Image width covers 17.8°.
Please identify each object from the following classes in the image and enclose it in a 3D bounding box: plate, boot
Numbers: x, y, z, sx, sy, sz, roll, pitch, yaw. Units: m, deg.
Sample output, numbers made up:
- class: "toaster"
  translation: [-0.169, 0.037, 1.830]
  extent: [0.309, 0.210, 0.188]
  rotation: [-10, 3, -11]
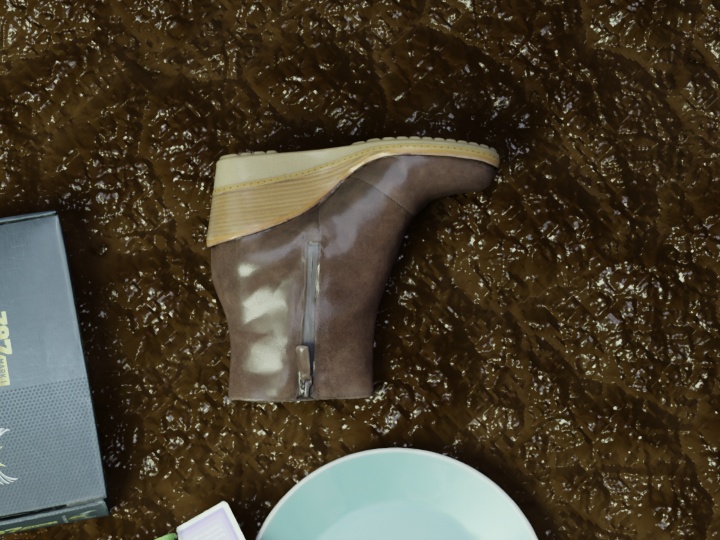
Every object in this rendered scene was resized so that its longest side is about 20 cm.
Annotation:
- class: "plate"
  translation: [0.023, 0.214, 1.469]
  extent: [0.199, 0.026, 0.201]
  rotation: [1, 75, -3]
- class: "boot"
  translation: [0.000, 0.000, 1.517]
  extent: [0.199, 0.072, 0.167]
  rotation: [-6, 87, -5]

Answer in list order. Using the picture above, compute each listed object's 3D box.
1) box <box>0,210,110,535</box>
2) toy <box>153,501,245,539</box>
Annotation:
- class: "box"
  translation: [-0.254, 0.073, 1.483]
  extent: [0.157, 0.051, 0.201]
  rotation: [-9, 75, -6]
- class: "toy"
  translation: [-0.094, 0.258, 1.426]
  extent: [0.115, 0.047, 0.201]
  rotation: [-30, 74, 12]
